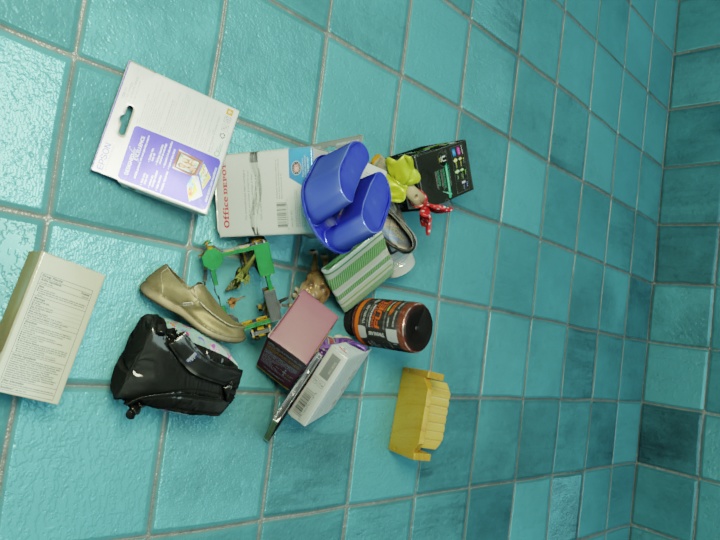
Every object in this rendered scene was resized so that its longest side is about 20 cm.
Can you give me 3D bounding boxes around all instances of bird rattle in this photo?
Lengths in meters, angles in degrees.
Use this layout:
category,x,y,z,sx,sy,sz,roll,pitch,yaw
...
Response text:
category,x,y,z,sx,sy,sz,roll,pitch,yaw
bird rattle,0.098,-0.176,1.300,0.198,0.164,0.113,24,110,-42

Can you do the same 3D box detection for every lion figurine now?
category,x,y,z,sx,sy,sz,roll,pitch,yaw
lion figurine,-0.064,0.006,1.328,0.199,0.071,0.125,-26,123,-47

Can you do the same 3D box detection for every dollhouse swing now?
category,x,y,z,sx,sy,sz,roll,pitch,yaw
dollhouse swing,0.180,0.357,1.532,0.173,0.181,0.204,16,80,-23

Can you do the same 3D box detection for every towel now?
category,x,y,z,sx,sy,sz,roll,pitch,yaw
towel,0.000,0.000,1.298,0.152,0.023,0.201,-39,154,-7

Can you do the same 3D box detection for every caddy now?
category,x,y,z,sx,sy,sz,roll,pitch,yaw
caddy,-0.029,-0.120,1.049,0.142,0.104,0.202,53,33,-25

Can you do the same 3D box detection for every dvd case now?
category,x,y,z,sx,sy,sz,roll,pitch,yaw
dvd case,-0.133,0.247,1.206,0.016,0.201,0.150,33,62,3

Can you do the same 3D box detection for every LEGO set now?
category,x,y,z,sx,sy,sz,roll,pitch,yaw
LEGO set,-0.220,0.022,1.171,0.151,0.116,0.204,-22,106,-11

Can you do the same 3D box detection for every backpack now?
category,x,y,z,sx,sy,sz,roll,pitch,yaw
backpack,-0.298,0.162,1.053,0.198,0.127,0.169,25,103,-38

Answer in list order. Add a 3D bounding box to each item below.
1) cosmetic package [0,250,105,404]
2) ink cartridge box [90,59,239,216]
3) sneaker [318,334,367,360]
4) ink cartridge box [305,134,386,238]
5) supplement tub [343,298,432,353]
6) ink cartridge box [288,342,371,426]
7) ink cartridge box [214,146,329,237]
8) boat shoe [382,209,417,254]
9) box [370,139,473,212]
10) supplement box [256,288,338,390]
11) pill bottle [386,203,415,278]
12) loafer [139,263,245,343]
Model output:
category,x,y,z,sx,sy,sz,roll,pitch,yaw
cosmetic package,-0.468,0.083,0.924,0.104,0.070,0.204,29,72,-41
ink cartridge box,-0.325,-0.219,1.056,0.197,0.043,0.202,21,76,-24
sneaker,-0.064,0.170,1.327,0.197,0.082,0.083,-2,94,-44
ink cartridge box,-0.049,-0.160,1.242,0.083,0.198,0.180,19,79,-42
supplement tub,0.053,0.116,1.358,0.106,0.198,0.110,-2,92,-45
ink cartridge box,-0.056,0.219,1.273,0.164,0.050,0.200,-57,169,7
ink cartridge box,-0.157,-0.138,1.129,0.084,0.196,0.149,-16,104,-69
boat shoe,0.037,-0.105,1.290,0.200,0.066,0.070,45,96,-2
box,0.148,-0.221,1.472,0.198,0.147,0.127,-26,109,-41
supplement box,-0.121,0.134,1.162,0.085,0.200,0.111,35,63,1
pill bottle,0.052,-0.088,1.410,0.111,0.109,0.203,-44,121,-34
loafer,-0.276,0.057,1.065,0.198,0.076,0.068,31,88,-14
